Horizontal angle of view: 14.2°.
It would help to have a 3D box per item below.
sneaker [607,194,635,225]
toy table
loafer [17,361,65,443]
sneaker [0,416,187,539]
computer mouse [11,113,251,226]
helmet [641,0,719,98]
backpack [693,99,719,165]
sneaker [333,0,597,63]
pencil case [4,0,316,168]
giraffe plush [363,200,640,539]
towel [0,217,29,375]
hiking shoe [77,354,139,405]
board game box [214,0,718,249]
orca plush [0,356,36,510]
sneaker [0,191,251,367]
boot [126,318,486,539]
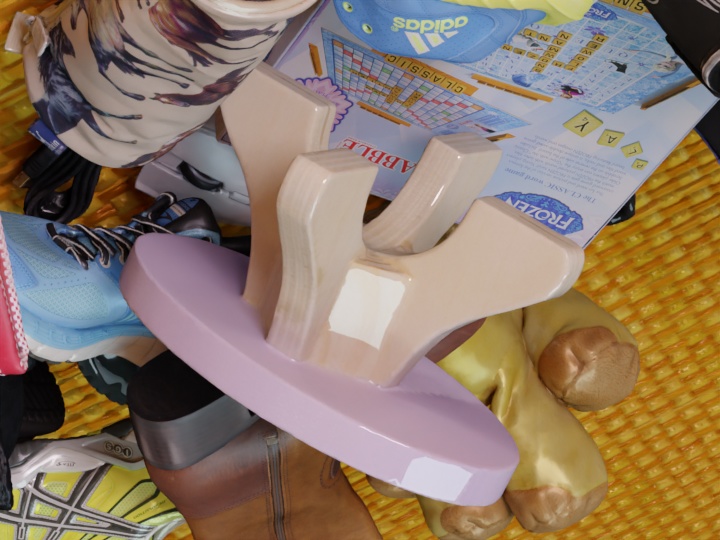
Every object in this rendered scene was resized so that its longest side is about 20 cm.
[{"bbox_3d":[0.068,-0.068,1.432,0.199,0.080,0.075,6,144,-43],"label":"sneaker"},{"bbox_3d":[0.000,0.000,1.256,0.118,0.199,0.184,-65,170,17],"label":"toy table"},{"bbox_3d":[-0.232,0.071,1.457,0.071,0.073,0.200,-37,152,23],"label":"loafer"},{"bbox_3d":[-0.149,0.124,1.486,0.199,0.077,0.075,-15,173,11],"label":"sneaker"},{"bbox_3d":[-0.067,-0.050,1.394,0.199,0.044,0.110,3,144,-43],"label":"computer mouse"},{"bbox_3d":[0.188,-0.185,1.173,0.199,0.192,0.200,-13,166,-3],"label":"helmet"},{"bbox_3d":[0.240,-0.129,1.357,0.134,0.183,0.200,-12,142,-41],"label":"backpack"},{"bbox_3d":[0.003,-0.141,1.180,0.200,0.076,0.105,31,129,-25],"label":"sneaker"},{"bbox_3d":[-0.080,-0.107,1.176,0.089,0.078,0.200,15,158,-18],"label":"pencil case"},{"bbox_3d":[0.036,0.032,1.494,0.172,0.201,0.162,-9,162,34],"label":"giraffe plush"},{"bbox_3d":[-0.236,-0.020,1.142,0.199,0.145,0.022,-2,-158,19],"label":"towel"},{"bbox_3d":[-0.088,0.021,1.500,0.087,0.075,0.200,-40,161,18],"label":"hiking shoe"},{"bbox_3d":[0.065,-0.104,1.312,0.199,0.041,0.200,19,133,-25],"label":"board game box"},{"bbox_3d":[-0.197,0.094,1.368,0.105,0.071,0.200,-9,141,-40],"label":"orca plush"},{"bbox_3d":[-0.112,-0.008,1.354,0.200,0.078,0.090,13,123,-49],"label":"sneaker"},{"bbox_3d":[-0.008,0.094,1.419,0.188,0.069,0.200,-29,138,-10],"label":"boot"}]
